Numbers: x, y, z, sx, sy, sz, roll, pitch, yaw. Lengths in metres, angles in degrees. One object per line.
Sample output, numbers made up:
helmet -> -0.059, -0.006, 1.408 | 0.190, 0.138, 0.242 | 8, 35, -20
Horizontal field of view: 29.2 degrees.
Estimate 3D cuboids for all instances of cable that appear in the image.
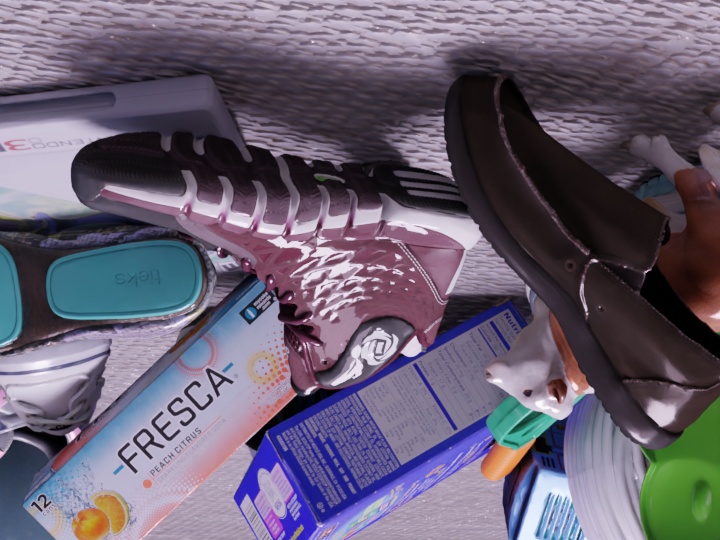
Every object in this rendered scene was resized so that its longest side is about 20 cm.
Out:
cable -> 0.228, 0.140, 0.934 | 0.198, 0.202, 0.069 | 18, 158, -24

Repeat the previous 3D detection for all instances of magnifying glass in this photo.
magnifying glass -> 0.107, 0.099, 0.894 | 0.079, 0.022, 0.200 | -29, 161, -17

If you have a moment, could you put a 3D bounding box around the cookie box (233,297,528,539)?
cookie box -> 0.022, 0.119, 0.960 | 0.199, 0.076, 0.171 | -27, 165, -22

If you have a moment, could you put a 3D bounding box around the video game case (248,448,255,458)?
video game case -> -0.028, 0.150, 1.214 | 0.141, 0.019, 0.200 | -3, 158, 1

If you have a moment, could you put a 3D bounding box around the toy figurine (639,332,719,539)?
toy figurine -> 0.275, 0.091, 0.871 | 0.183, 0.203, 0.149 | 6, -178, -37

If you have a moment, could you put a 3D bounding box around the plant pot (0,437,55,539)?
plant pot -> -0.296, 0.165, 1.069 | 0.197, 0.136, 0.200 | -2, 158, -1

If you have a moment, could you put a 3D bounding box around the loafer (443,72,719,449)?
loafer -> 0.113, -0.015, 0.651 | 0.071, 0.201, 0.073 | -32, -174, 27

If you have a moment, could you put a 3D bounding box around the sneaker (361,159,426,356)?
sneaker -> 0.000, 0.000, 0.788 | 0.078, 0.075, 0.201 | 2, 158, 4

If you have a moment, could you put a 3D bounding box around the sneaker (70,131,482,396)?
sneaker -> -0.043, 0.005, 0.658 | 0.198, 0.076, 0.117 | 8, 112, -13

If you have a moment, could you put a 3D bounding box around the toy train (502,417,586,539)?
toy train -> 0.162, 0.149, 1.033 | 0.113, 0.088, 0.200 | 16, -161, -4

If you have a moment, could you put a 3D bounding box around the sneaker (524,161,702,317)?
sneaker -> 0.158, 0.011, 0.807 | 0.077, 0.087, 0.200 | 7, 156, -22

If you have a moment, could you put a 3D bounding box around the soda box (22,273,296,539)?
soda box -> -0.109, 0.090, 0.838 | 0.200, 0.068, 0.064 | -43, -170, 0

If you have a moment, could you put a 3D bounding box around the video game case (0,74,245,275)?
video game case -> -0.143, -0.038, 0.742 | 0.180, 0.022, 0.200 | -5, 158, 7

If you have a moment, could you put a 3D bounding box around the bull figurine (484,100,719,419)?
bull figurine -> 0.140, 0.000, 0.719 | 0.199, 0.123, 0.065 | -25, 176, 38

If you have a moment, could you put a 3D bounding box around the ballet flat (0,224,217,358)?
ballet flat -> -0.174, 0.012, 0.752 | 0.198, 0.073, 0.072 | -2, 158, 2

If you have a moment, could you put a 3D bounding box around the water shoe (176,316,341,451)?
water shoe -> -0.068, 0.096, 0.998 | 0.071, 0.080, 0.199 | -15, 155, 29

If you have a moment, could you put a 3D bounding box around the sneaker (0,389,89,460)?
sneaker -> -0.272, 0.088, 0.954 | 0.199, 0.083, 0.070 | 16, 152, -37

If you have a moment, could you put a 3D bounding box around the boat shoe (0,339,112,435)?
boat shoe -> -0.185, 0.069, 0.859 | 0.073, 0.068, 0.200 | -6, 178, -3
